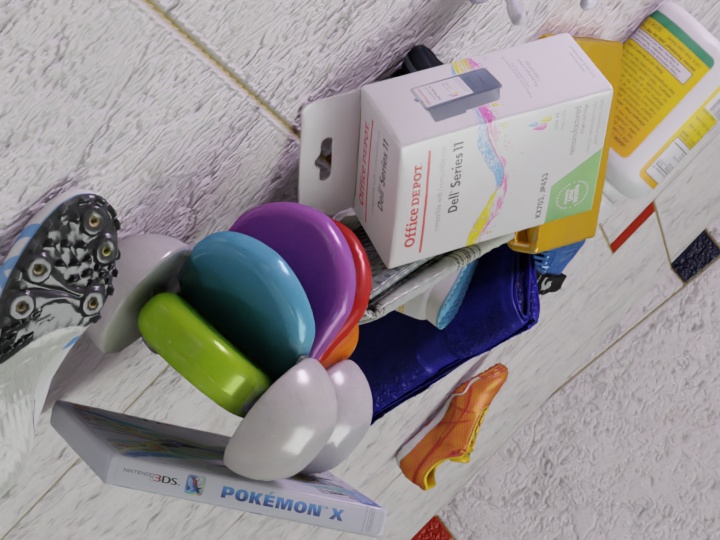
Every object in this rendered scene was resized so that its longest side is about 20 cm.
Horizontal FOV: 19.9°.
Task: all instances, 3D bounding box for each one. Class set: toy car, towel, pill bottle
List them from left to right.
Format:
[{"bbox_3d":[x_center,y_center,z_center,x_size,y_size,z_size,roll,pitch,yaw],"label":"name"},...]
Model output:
[{"bbox_3d":[-0.060,0.028,1.272,0.150,0.175,0.200,-51,166,8],"label":"toy car"},{"bbox_3d":[0.000,0.000,1.476,0.192,0.035,0.200,-10,-162,45],"label":"towel"},{"bbox_3d":[0.062,0.042,1.730,0.199,0.050,0.148,-30,-148,24],"label":"towel"},{"bbox_3d":[0.254,-0.139,1.890,0.200,0.113,0.113,-47,167,7],"label":"pill bottle"}]

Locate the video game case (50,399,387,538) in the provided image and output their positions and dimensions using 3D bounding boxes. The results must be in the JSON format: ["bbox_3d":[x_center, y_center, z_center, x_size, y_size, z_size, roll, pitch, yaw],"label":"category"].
[{"bbox_3d":[-0.097,0.126,1.326,0.200,0.181,0.022,-160,-96,-71],"label":"video game case"}]

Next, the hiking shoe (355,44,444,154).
[{"bbox_3d":[0.048,-0.098,1.477,0.087,0.074,0.200,-43,157,5],"label":"hiking shoe"}]

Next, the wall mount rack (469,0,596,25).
[{"bbox_3d":[0.145,-0.231,1.337,0.200,0.075,0.174,-52,166,22],"label":"wall mount rack"}]

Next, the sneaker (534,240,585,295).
[{"bbox_3d":[0.185,-0.023,2.111,0.112,0.077,0.200,-56,173,6],"label":"sneaker"}]

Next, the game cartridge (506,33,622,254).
[{"bbox_3d":[0.175,-0.109,1.729,0.200,0.032,0.178,-13,113,-70],"label":"game cartridge"}]

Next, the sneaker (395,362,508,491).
[{"bbox_3d":[0.132,0.201,2.653,0.200,0.077,0.073,-52,164,19],"label":"sneaker"}]

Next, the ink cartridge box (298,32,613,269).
[{"bbox_3d":[0.061,-0.075,1.370,0.199,0.067,0.118,-16,139,-18],"label":"ink cartridge box"}]

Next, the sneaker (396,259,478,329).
[{"bbox_3d":[0.072,-0.051,1.682,0.077,0.080,0.201,93,22,-58],"label":"sneaker"}]

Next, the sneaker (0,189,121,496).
[{"bbox_3d":[-0.196,0.037,1.148,0.072,0.072,0.201,10,115,-41],"label":"sneaker"}]
